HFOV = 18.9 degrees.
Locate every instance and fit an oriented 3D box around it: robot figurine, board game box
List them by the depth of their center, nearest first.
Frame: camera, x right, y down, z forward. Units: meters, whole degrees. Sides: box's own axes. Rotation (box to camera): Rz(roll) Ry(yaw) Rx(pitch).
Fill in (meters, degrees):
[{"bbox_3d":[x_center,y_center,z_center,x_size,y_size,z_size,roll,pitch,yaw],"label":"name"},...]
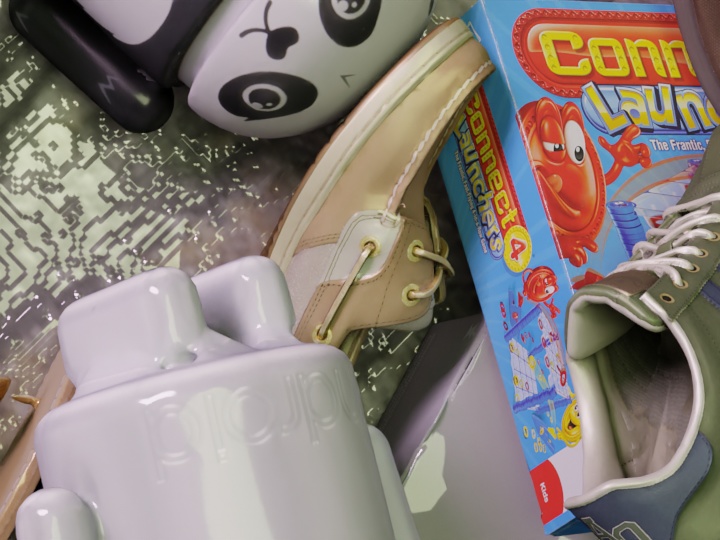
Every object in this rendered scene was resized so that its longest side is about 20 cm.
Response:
[{"bbox_3d":[-0.044,0.099,0.733,0.169,0.113,0.201,-10,83,-41],"label":"robot figurine"},{"bbox_3d":[-0.062,-0.140,0.806,0.200,0.150,0.125,44,66,2],"label":"robot figurine"},{"bbox_3d":[0.138,-0.006,0.847,0.199,0.056,0.197,-3,67,-33],"label":"board game box"}]

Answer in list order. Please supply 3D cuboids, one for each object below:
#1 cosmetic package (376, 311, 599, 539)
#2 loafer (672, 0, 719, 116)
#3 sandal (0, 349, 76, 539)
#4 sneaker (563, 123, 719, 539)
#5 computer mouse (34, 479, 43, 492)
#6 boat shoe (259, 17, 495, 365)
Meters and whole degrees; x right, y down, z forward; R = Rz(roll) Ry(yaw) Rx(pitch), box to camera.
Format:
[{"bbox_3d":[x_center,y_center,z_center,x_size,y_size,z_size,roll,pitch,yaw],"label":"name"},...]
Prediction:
[{"bbox_3d":[0.095,0.112,0.862,0.200,0.090,0.107,35,75,-8],"label":"cosmetic package"},{"bbox_3d":[0.155,-0.121,0.820,0.073,0.071,0.201,-32,94,-24],"label":"loafer"},{"bbox_3d":[-0.169,0.098,0.785,0.069,0.078,0.213,26,84,-12],"label":"sandal"},{"bbox_3d":[0.113,0.015,0.739,0.090,0.067,0.201,25,57,-25],"label":"sneaker"},{"bbox_3d":[-0.044,0.122,0.849,0.199,0.034,0.059,30,85,-20],"label":"computer mouse"},{"bbox_3d":[0.000,0.000,0.815,0.066,0.074,0.200,35,109,7],"label":"boat shoe"}]
